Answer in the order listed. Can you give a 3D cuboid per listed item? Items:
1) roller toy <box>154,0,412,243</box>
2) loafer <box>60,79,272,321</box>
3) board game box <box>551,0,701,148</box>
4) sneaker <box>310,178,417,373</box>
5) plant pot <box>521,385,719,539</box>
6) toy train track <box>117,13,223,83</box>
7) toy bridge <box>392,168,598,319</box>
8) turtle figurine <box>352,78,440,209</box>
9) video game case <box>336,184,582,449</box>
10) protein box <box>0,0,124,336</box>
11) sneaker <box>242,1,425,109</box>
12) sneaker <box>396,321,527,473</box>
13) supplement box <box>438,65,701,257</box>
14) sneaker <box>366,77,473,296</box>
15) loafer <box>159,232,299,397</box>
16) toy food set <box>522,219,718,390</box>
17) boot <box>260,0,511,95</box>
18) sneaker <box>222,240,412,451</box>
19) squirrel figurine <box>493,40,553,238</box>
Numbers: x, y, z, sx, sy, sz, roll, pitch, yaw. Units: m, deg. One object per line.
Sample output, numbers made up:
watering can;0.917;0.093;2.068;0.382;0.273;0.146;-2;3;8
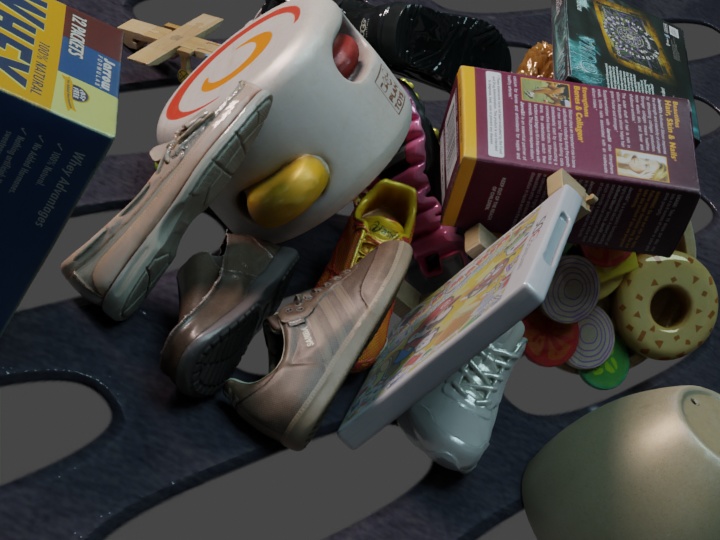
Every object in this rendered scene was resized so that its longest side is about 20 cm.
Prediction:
roller toy;-0.056;-0.115;1.420;0.140;0.182;0.200;50;-17;-20
loafer;-0.141;-0.061;1.283;0.063;0.200;0.072;33;-7;9
board game box;0.234;-0.187;1.597;0.135;0.028;0.200;24;34;-12
sneaker;0.000;0.000;1.417;0.073;0.077;0.200;16;43;-3
plant pot;0.243;0.168;1.377;0.200;0.135;0.201;24;32;-16
toy train track;-0.127;-0.180;1.562;0.199;0.033;0.115;19;36;26
toy bridge;0.112;-0.010;1.445;0.067;0.200;0.027;39;34;-29
turtle figurine;-0.003;-0.104;1.592;0.161;0.064;0.200;-23;71;-38
video game case;0.076;0.033;1.341;0.023;0.200;0.182;45;29;-7
protein box;-0.286;-0.088;1.152;0.199;0.199;0.135;23;32;-20
sneaker;-0.006;-0.214;1.698;0.199;0.116;0.076;24;31;-18
sneaker;0.085;0.075;1.385;0.078;0.099;0.200;32;30;-11
supplement box;0.170;-0.089;1.466;0.199;0.086;0.111;8;49;-7
sneaker;0.056;-0.073;1.538;0.095;0.079;0.201;-19;91;-56
loafer;-0.109;0.029;1.305;0.071;0.073;0.200;25;24;6
toy food set;0.213;0.003;1.555;0.197;0.201;0.049;-21;15;-18
boot;0.020;-0.201;1.568;0.162;0.074;0.198;13;0;39
sneaker;-0.028;0.038;1.308;0.075;0.071;0.200;30;52;3
squirrel figurine;0.200;-0.113;1.632;0.201;0.186;0.142;64;24;-11
